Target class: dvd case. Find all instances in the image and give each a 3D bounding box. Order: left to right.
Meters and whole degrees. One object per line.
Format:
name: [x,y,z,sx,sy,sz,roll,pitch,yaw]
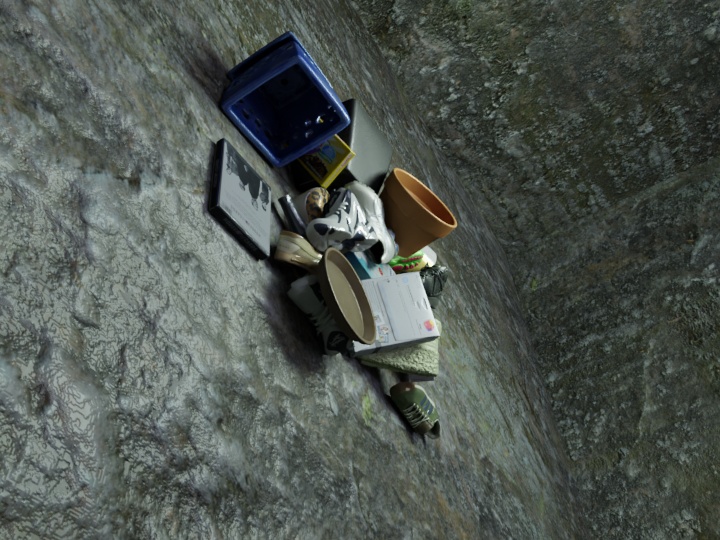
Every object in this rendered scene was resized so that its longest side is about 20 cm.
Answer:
dvd case: [-0.218,-0.134,1.292,0.150,0.025,0.200,49,25,-40]

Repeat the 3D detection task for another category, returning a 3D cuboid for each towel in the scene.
towel: [0.086,0.152,1.533,0.200,0.036,0.149,16,61,-17]

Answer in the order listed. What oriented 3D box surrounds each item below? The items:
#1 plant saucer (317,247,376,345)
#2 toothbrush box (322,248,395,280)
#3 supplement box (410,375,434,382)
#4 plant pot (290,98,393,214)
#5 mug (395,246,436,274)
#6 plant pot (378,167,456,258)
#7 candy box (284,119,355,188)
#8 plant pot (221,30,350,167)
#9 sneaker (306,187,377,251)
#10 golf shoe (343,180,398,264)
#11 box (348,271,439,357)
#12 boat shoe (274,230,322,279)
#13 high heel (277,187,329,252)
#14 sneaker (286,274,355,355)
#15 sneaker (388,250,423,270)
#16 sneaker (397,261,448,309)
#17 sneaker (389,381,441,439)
plant saucer: [-0.027,0.052,1.323,0.200,0.029,0.200,56,17,-27]
toothbrush box: [0.000,0.000,1.615,0.200,0.085,0.147,55,21,-29]
supplement box: [0.146,0.179,1.732,0.200,0.061,0.109,-86,170,-67]
plant pot: [-0.051,-0.249,1.651,0.200,0.200,0.178,44,38,-47]
mug: [0.104,-0.044,1.861,0.153,0.149,0.187,48,5,-22]
plant pot: [0.109,-0.126,1.662,0.200,0.140,0.200,38,21,-17]
candy box: [-0.102,-0.281,1.566,0.200,0.102,0.026,49,10,32]
plant pot: [-0.163,-0.375,1.494,0.200,0.200,0.180,48,19,-39]
sneaker: [-0.054,-0.113,1.434,0.199,0.079,0.130,0,59,-48]
golf shoe: [0.018,-0.104,1.553,0.200,0.078,0.097,59,25,-9]
box: [0.053,0.092,1.503,0.041,0.200,0.156,123,-47,-61]
boat shoe: [-0.108,-0.008,1.383,0.200,0.071,0.065,41,65,-51]
high heel: [-0.097,-0.102,1.507,0.143,0.071,0.200,65,27,0]
sneaker: [-0.062,0.096,1.328,0.130,0.079,0.199,65,6,30]
sneaker: [0.059,-0.041,1.748,0.200,0.077,0.084,-3,47,-28]
sneaker: [0.157,0.017,1.765,0.199,0.076,0.114,32,80,-53]
sneaker: [0.135,0.324,1.584,0.200,0.067,0.090,46,21,-51]
